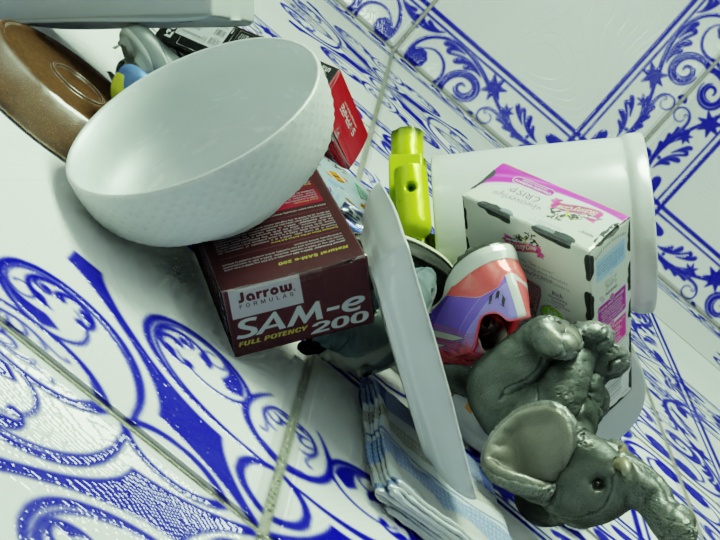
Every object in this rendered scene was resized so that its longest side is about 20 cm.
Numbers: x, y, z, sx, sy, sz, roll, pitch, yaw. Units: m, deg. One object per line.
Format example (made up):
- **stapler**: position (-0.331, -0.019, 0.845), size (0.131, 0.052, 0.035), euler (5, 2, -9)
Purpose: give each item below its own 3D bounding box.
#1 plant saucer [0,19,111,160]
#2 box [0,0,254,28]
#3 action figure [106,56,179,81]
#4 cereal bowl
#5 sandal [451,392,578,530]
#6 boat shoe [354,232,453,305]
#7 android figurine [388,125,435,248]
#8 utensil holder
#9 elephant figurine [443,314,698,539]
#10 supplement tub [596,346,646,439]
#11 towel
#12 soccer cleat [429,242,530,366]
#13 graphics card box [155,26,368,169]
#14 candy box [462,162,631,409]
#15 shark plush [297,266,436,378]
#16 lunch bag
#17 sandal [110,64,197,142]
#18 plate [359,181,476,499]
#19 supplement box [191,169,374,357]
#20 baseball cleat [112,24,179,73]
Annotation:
- **plant saucer**: position (-0.236, -0.139, 1.390), size (0.200, 0.034, 0.200), euler (40, 13, -11)
- **box**: position (-0.205, -0.277, 1.499), size (0.200, 0.131, 0.199), euler (0, 6, 7)
- **action figure**: position (-0.141, -0.163, 1.579), size (0.200, 0.069, 0.130), euler (12, 19, 13)
- **cereal bowl**: position (-0.108, -0.082, 1.256), size (0.083, 0.200, 0.200), euler (66, -3, -33)
- **sandal**: position (0.133, 0.138, 1.489), size (0.207, 0.059, 0.079), euler (40, 12, -2)
- **boat shoe**: position (-0.001, 0.003, 1.463), size (0.201, 0.074, 0.063), euler (15, 18, -28)
- **android figurine**: position (0.049, -0.026, 1.595), size (0.182, 0.041, 0.200), euler (79, 9, -65)
- **utensil holder**: position (0.170, -0.038, 1.623), size (0.170, 0.200, 0.170), euler (-4, 90, -87)
- **elephant figurine**: position (0.159, 0.145, 1.365), size (0.141, 0.155, 0.200), euler (15, 53, -26)
- **supplement tub**: position (0.199, 0.083, 1.716), size (0.132, 0.132, 0.200), euler (37, 13, -19)
- **towel**: position (0.061, 0.160, 1.280), size (0.147, 0.024, 0.200), euler (39, 12, -16)
- **soccer cleat**: position (0.092, 0.053, 1.470), size (0.068, 0.200, 0.073), euler (-9, 63, -23)
- **graphics card box**: position (-0.096, -0.181, 1.692), size (0.200, 0.051, 0.125), euler (24, -17, 24)
- **candy box**: position (0.163, 0.021, 1.483), size (0.136, 0.061, 0.200), euler (27, -38, 34)
- **shark plush**: position (-0.005, 0.035, 1.376), size (0.091, 0.083, 0.200), euler (29, 15, 38)
- **lunch bag**: position (-0.048, -0.063, 1.606), size (0.160, 0.076, 0.200), euler (38, 11, -5)
- **sandal**: position (-0.112, -0.122, 1.395), size (0.200, 0.087, 0.079), euler (26, 5, -35)
- **plate**: position (0.037, 0.050, 1.278), size (0.200, 0.032, 0.200), euler (-108, -178, -73)
- **supplement box**: position (-0.068, -0.021, 1.294), size (0.200, 0.109, 0.061), euler (-118, -164, -58)
- **baseball cleat**: position (-0.125, -0.139, 1.466), size (0.070, 0.106, 0.200), euler (22, -34, 59)
